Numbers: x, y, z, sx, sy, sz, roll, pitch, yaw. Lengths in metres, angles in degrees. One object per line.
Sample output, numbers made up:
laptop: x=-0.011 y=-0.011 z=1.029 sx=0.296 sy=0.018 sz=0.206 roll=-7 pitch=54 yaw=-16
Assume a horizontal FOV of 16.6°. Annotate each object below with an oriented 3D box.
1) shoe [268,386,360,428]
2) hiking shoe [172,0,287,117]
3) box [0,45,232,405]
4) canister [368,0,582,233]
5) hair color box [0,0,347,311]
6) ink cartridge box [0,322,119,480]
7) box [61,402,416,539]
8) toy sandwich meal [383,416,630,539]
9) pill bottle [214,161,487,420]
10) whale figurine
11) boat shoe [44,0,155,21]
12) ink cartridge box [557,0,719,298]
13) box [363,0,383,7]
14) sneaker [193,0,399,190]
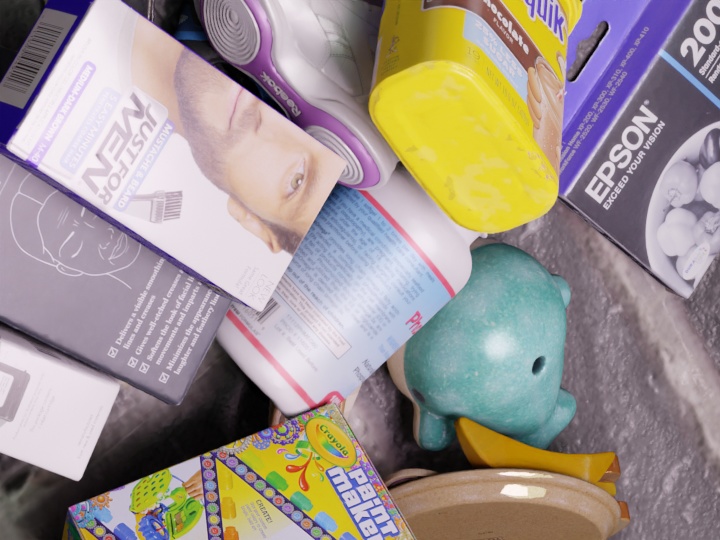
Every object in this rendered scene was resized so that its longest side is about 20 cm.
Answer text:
shoe: x=-0.020 y=0.037 z=1.679 sx=0.070 sy=0.053 sz=0.201 roll=19 pitch=88 yaw=-2
hiking shoe: x=-0.037 y=-0.128 z=1.615 sx=0.199 sy=0.074 sz=0.087 roll=30 pitch=91 yaw=-21
box: x=-0.176 y=-0.030 z=1.534 sx=0.200 sy=0.107 sz=0.149 roll=30 pitch=87 yaw=-33
canister: x=0.071 y=-0.139 z=1.535 sx=0.149 sy=0.086 sz=0.201 roll=50 pitch=32 yaw=-34
hair color box: x=-0.116 y=-0.073 z=1.459 sx=0.200 sy=0.065 sz=0.110 roll=34 pitch=83 yaw=-33
ink cartridge box: x=-0.261 y=0.053 z=1.501 sx=0.199 sy=0.116 sz=0.068 roll=25 pitch=90 yaw=-31
box: x=-0.086 y=0.213 z=1.580 sx=0.192 sy=0.122 sz=0.200 roll=-20 pitch=153 yaw=-24
toy sandwich meal: x=0.094 y=0.159 z=1.721 sx=0.204 sy=0.205 sz=0.071 roll=17 pitch=57 yaw=-32
pill bottle: x=0.000 y=0.000 z=1.599 sx=0.200 sy=0.109 sz=0.109 roll=-43 pitch=119 yaw=-2
whale figurine: x=0.103 y=0.070 z=1.715 sx=0.159 sy=0.104 sz=0.200 roll=-47 pitch=133 yaw=-16
boat shoe: x=-0.153 y=-0.203 z=1.528 sx=0.072 sy=0.068 sz=0.201 roll=-5 pitch=106 yaw=-30
ink cartridge box: x=0.217 y=-0.115 z=1.775 sx=0.200 sy=0.043 sz=0.199 roll=36 pitch=84 yaw=-30
box: x=0.010 y=-0.188 z=1.639 sx=0.039 sy=0.041 sz=0.200 roll=-47 pitch=121 yaw=-11
sneaker: x=-0.032 y=-0.149 z=1.548 sx=0.100 sy=0.075 sz=0.200 roll=-46 pitch=108 yaw=-33
